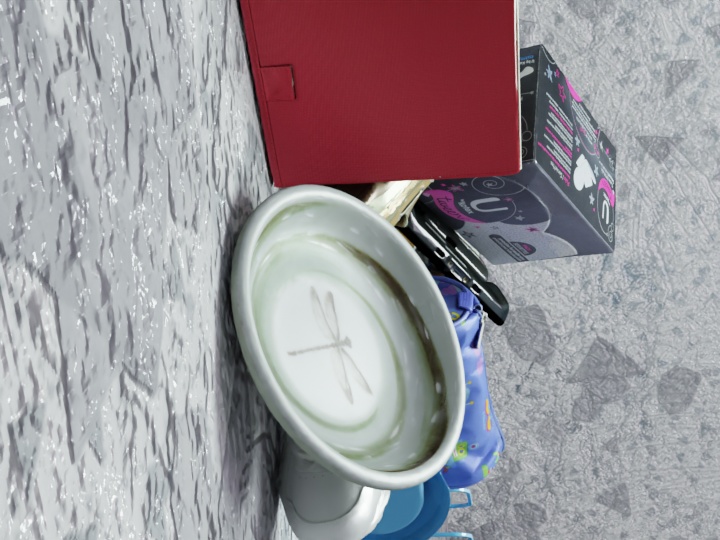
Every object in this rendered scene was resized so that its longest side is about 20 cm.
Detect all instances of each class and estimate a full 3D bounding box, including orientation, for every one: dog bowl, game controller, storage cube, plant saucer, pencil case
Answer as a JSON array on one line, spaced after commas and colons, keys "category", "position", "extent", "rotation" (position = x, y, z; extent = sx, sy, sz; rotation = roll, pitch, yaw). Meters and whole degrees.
[{"category": "dog bowl", "position": [0.013, 0.148, 0.892], "extent": [0.050, 0.111, 0.201], "rotation": [-110, -169, -59]}, {"category": "game controller", "position": [0.065, -0.023, 0.979], "extent": [0.200, 0.042, 0.104], "rotation": [41, 17, -37]}, {"category": "storage cube", "position": [0.021, -0.180, 0.774], "extent": [0.171, 0.179, 0.201], "rotation": [-84, 170, -54]}, {"category": "plant saucer", "position": [-0.015, 0.045, 0.680], "extent": [0.200, 0.050, 0.201], "rotation": [30, 45, -36]}, {"category": "pencil case", "position": [0.077, 0.098, 0.940], "extent": [0.078, 0.086, 0.201], "rotation": [-67, 150, -52]}]

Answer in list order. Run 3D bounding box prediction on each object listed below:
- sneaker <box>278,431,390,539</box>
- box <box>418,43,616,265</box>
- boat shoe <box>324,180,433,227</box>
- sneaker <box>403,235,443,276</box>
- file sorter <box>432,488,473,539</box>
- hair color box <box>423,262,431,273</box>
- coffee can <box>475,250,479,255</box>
[{"category": "sneaker", "position": [-0.030, 0.094, 0.733], "extent": [0.200, 0.078, 0.100], "rotation": [-96, 169, -49]}, {"category": "box", "position": [0.139, -0.094, 0.976], "extent": [0.200, 0.132, 0.115], "rotation": [37, 53, -51]}, {"category": "boat shoe", "position": [0.020, -0.068, 0.856], "extent": [0.200, 0.071, 0.076], "rotation": [-45, 139, -31]}, {"category": "sneaker", "position": [0.061, -0.005, 1.146], "extent": [0.200, 0.075, 0.088], "rotation": [-74, 165, -56]}, {"category": "file sorter", "position": [0.064, 0.215, 1.228], "extent": [0.139, 0.122, 0.201], "rotation": [72, 16, -68]}, {"category": "hair color box", "position": [0.033, 0.100, 1.007], "extent": [0.099, 0.060, 0.201], "rotation": [-45, 134, -45]}, {"category": "coffee can", "position": [0.071, -0.032, 1.292], "extent": [0.146, 0.146, 0.201], "rotation": [20, 67, -83]}]
